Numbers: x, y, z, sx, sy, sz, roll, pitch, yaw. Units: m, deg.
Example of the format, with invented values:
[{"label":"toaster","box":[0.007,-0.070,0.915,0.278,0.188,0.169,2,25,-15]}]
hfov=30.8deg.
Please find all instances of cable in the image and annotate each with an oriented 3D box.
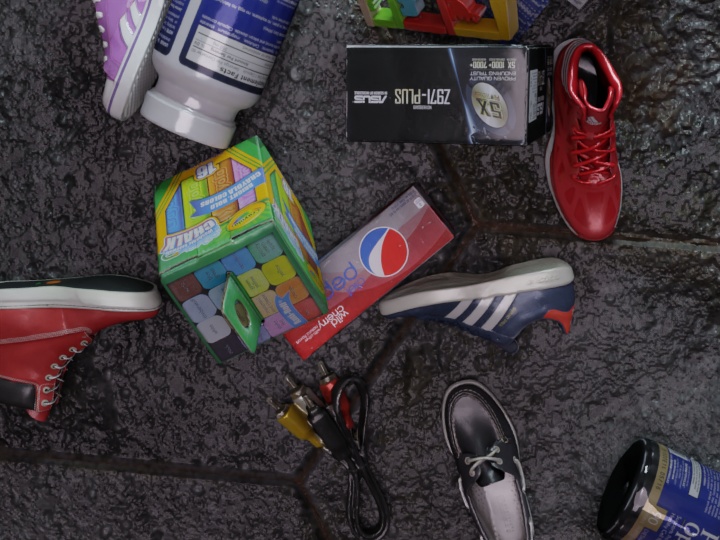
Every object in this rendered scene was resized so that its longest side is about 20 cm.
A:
[{"label":"cable","box":[-0.013,0.187,1.375,0.097,0.050,0.201,-33,108,-9]}]

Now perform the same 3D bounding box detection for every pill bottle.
[{"label":"pill bottle","box":[0.349,0.259,1.317,0.199,0.112,0.113,25,100,0]},{"label":"pill bottle","box":[-0.135,-0.228,1.268,0.115,0.116,0.202,24,100,-1]}]

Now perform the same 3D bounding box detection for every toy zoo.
[{"label":"toy zoo","box":[0.069,-0.275,1.208,0.199,0.021,0.132,14,145,35]}]

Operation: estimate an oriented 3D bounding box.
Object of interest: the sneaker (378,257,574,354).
[{"label":"sneaker","box":[0.120,0.046,1.318,0.198,0.075,0.085,-8,103,8]}]

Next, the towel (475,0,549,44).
[{"label":"towel","box":[0.118,-0.289,1.208,0.144,0.200,0.024,40,75,-1]}]

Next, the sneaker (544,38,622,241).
[{"label":"sneaker","box":[0.216,-0.123,1.262,0.078,0.116,0.202,-11,97,6]}]

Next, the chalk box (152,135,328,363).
[{"label":"chalk box","box":[-0.113,-0.009,1.243,0.123,0.201,0.125,-25,128,7]}]

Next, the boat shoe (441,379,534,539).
[{"label":"boat shoe","box":[0.133,0.213,1.348,0.073,0.060,0.202,-13,98,6]}]

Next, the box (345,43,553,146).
[{"label":"box","box":[0.087,-0.166,1.208,0.162,0.200,0.087,3,100,13]}]

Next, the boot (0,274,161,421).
[{"label":"boot","box":[-0.294,0.082,1.351,0.198,0.072,0.146,-3,99,12]}]

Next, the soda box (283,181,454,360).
[{"label":"soda box","box":[0.000,0.000,1.322,0.200,0.063,0.070,-39,93,9]}]

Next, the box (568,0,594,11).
[{"label":"box","box":[0.185,-0.372,1.215,0.200,0.048,0.194,39,68,-2]}]

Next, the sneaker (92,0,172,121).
[{"label":"sneaker","box":[-0.245,-0.256,1.298,0.113,0.073,0.202,17,89,4]}]
